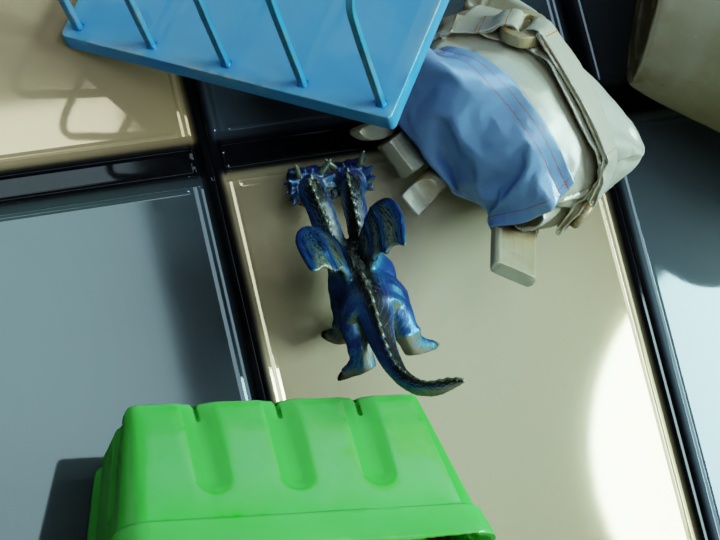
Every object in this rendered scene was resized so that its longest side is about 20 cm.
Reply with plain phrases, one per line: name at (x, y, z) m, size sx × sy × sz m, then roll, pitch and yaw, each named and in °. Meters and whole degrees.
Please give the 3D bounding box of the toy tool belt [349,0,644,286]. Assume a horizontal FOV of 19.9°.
toy tool belt at (0.055, -0.095, 1.154) m, size 0.200 × 0.125 × 0.123 m, roll 46°, pitch 57°, yaw -5°

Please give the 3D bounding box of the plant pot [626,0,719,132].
plant pot at (0.256, -0.147, 1.222) m, size 0.173 × 0.200 × 0.200 m, roll 11°, pitch 72°, yaw 0°

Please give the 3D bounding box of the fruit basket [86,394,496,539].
fruit basket at (-0.035, 0.168, 1.032) m, size 0.215 × 0.156 × 0.216 m, roll 9°, pitch 59°, yaw -15°

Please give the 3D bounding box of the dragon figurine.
dragon figurine at (0.000, 0.000, 1.101) m, size 0.059 × 0.200 × 0.099 m, roll -17°, pitch 112°, yaw -3°

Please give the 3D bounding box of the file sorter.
file sorter at (-0.058, -0.184, 1.089) m, size 0.200 × 0.123 × 0.139 m, roll 16°, pitch 68°, yaw 18°
